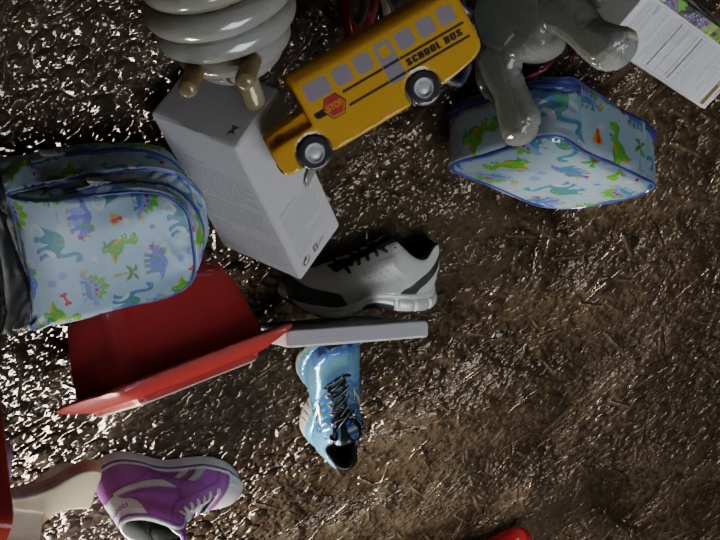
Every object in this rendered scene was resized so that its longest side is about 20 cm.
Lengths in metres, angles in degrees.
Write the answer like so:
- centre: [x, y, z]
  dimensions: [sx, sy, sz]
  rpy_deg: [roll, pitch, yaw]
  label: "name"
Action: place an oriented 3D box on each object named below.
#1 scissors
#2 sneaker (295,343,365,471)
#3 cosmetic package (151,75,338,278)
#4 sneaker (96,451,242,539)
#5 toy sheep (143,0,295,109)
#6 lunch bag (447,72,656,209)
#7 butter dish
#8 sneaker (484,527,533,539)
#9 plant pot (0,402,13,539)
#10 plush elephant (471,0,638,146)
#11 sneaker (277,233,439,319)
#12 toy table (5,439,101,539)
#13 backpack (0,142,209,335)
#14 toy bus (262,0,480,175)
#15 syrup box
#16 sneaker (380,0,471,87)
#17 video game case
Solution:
- centre: [-0.008, -0.172, 1.441]
  dimensions: [0.073, 0.014, 0.202]
  rpy_deg: [-5, 110, -55]
  label: "scissors"
- centre: [-0.020, 0.148, 1.783]
  dimensions: [0.078, 0.090, 0.201]
  rpy_deg: [-20, 139, -16]
  label: "sneaker"
- centre: [-0.101, -0.089, 1.451]
  dimensions: [0.072, 0.101, 0.201]
  rpy_deg: [-54, 148, -21]
  label: "cosmetic package"
- centre: [-0.200, 0.267, 1.765]
  dimensions: [0.199, 0.115, 0.073]
  rpy_deg: [9, 125, -42]
  label: "sneaker"
- centre: [-0.114, -0.215, 1.282]
  dimensions: [0.137, 0.138, 0.202]
  rpy_deg: [-22, 128, -14]
  label: "toy sheep"
- centre: [0.191, -0.124, 1.608]
  dimensions: [0.160, 0.083, 0.199]
  rpy_deg: [-14, 157, 42]
  label: "lunch bag"
- centre: [-0.198, 0.043, 1.512]
  dimensions: [0.199, 0.149, 0.199]
  rpy_deg: [-21, 179, -29]
  label: "butter dish"
- centre: [0.152, 0.410, 2.200]
  dimensions: [0.199, 0.077, 0.085]
  rpy_deg: [-28, 137, -8]
  label: "sneaker"
- centre: [-0.441, 0.219, 1.494]
  dimensions: [0.174, 0.201, 0.201]
  rpy_deg: [9, 127, -25]
  label: "plant pot"
- centre: [0.173, -0.237, 1.475]
  dimensions: [0.154, 0.201, 0.165]
  rpy_deg: [-23, 161, -49]
  label: "plush elephant"
- centre: [0.000, 0.000, 1.671]
  dimensions: [0.198, 0.074, 0.081]
  rpy_deg: [-6, 121, -37]
  label: "sneaker"
- centre: [-0.343, 0.262, 1.626]
  dimensions: [0.116, 0.185, 0.201]
  rpy_deg: [11, 135, -21]
  label: "toy table"
- centre: [-0.232, -0.034, 1.395]
  dimensions: [0.198, 0.153, 0.165]
  rpy_deg: [-17, 117, -30]
  label: "backpack"
- centre: [0.004, -0.158, 1.346]
  dimensions: [0.199, 0.065, 0.079]
  rpy_deg: [-31, 102, -2]
  label: "toy bus"
- centre: [0.303, -0.244, 1.606]
  dimensions: [0.199, 0.079, 0.082]
  rpy_deg: [20, 118, -46]
  label: "syrup box"
- centre: [0.058, -0.245, 1.409]
  dimensions: [0.074, 0.081, 0.201]
  rpy_deg: [-47, 142, -24]
  label: "sneaker"
- centre: [-0.029, 0.060, 1.611]
  dimensions: [0.142, 0.200, 0.018]
  rpy_deg: [-4, 91, -16]
  label: "video game case"
